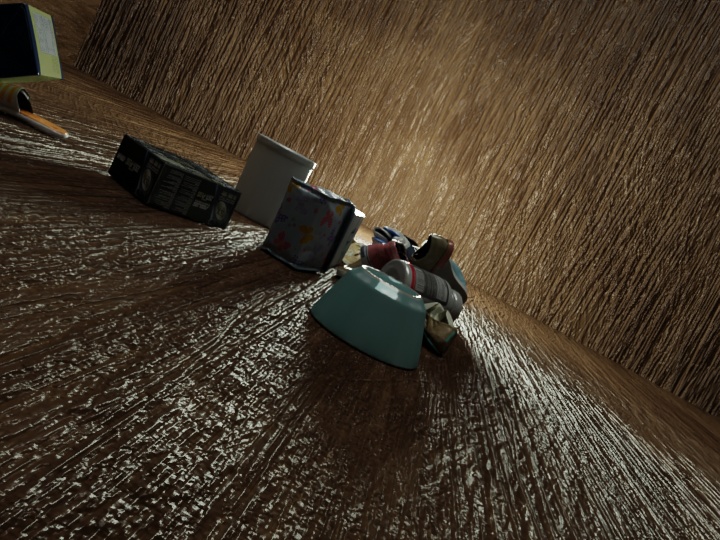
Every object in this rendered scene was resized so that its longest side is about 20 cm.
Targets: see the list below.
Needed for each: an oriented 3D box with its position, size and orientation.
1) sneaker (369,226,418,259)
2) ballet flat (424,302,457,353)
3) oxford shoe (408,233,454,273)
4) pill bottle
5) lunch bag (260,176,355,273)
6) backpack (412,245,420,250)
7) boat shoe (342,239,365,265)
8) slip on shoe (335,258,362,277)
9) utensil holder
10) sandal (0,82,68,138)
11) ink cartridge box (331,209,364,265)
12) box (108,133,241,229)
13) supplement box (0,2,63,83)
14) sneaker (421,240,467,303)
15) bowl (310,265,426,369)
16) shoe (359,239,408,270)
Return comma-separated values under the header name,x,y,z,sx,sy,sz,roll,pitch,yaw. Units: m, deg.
name,x,y,z,sx,sy,sz,roll,pitch,yaw
sneaker,0.059,-0.069,1.704,0.199,0.081,0.147,28,-21,49
ballet flat,0.147,0.103,1.383,0.068,0.072,0.200,51,-1,-19
oxford shoe,0.136,-0.006,1.624,0.074,0.201,0.071,26,21,-25
pill bottle,0.137,0.056,1.545,0.199,0.112,0.111,23,8,-35
lunch bag,-0.095,-0.091,1.463,0.126,0.171,0.200,29,6,20
backpack,0.175,0.024,1.839,0.201,0.153,0.163,56,14,-4
boat shoe,-0.012,-0.046,1.857,0.073,0.070,0.200,24,9,-32
slip on shoe,0.000,0.000,1.620,0.076,0.061,0.200,30,7,18
utensil holder,-0.234,-0.229,1.783,0.169,0.202,0.170,28,7,-4
sandal,-0.691,-0.341,1.403,0.205,0.060,0.079,26,7,-13
ink cartridge box,-0.092,-0.108,1.681,0.146,0.147,0.200,28,7,3
box,-0.365,-0.173,1.352,0.163,0.087,0.199,33,9,36
supplement box,-0.742,-0.456,1.393,0.197,0.136,0.200,-6,14,-8
sneaker,0.206,-0.006,1.710,0.201,0.073,0.082,59,20,-29
bowl,0.029,0.064,1.115,0.199,0.106,0.201,28,6,-3
shoe,0.074,-0.004,1.603,0.090,0.072,0.200,-12,-32,18
